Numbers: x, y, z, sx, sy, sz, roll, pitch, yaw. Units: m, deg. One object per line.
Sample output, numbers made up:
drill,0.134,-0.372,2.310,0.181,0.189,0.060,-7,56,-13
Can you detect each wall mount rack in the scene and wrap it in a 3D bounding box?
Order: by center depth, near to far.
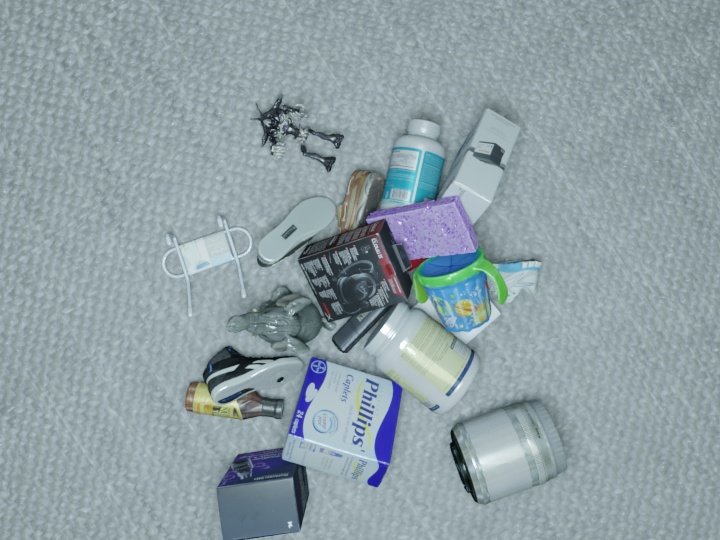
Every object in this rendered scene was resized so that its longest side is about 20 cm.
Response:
wall mount rack,-0.312,-0.010,1.262,0.197,0.075,0.176,-19,90,0

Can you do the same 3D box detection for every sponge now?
sponge,0.116,-0.075,1.180,0.198,0.030,0.112,-8,124,36

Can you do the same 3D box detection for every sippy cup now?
sippy cup,0.187,0.041,1.168,0.138,0.178,0.132,-23,107,-6

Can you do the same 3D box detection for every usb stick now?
usb stick,0.020,0.088,1.274,0.200,0.056,0.033,-46,133,4

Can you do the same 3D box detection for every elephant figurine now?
elephant figurine,-0.149,0.107,1.201,0.154,0.200,0.142,-37,90,-1

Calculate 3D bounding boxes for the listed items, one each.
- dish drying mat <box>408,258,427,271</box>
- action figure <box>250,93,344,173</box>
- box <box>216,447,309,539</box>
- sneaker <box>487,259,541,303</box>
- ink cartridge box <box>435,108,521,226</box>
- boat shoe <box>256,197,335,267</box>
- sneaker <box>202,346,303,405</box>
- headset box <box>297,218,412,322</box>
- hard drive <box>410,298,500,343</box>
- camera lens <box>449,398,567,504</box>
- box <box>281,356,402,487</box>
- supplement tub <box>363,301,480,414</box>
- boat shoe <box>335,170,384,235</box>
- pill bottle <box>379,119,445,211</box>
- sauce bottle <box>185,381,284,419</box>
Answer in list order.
dish drying mat,0.051,-0.015,1.284,0.198,0.018,0.077,-25,116,-1
action figure,-0.136,-0.282,1.252,0.198,0.102,0.120,24,101,-2
box,-0.183,0.429,1.201,0.146,0.200,0.106,-8,90,-1
sneaker,0.279,0.024,1.259,0.197,0.075,0.088,-2,94,-12
ink cartridge box,0.220,-0.186,1.196,0.083,0.145,0.201,28,61,-2
boat shoe,-0.135,-0.079,1.266,0.199,0.064,0.071,-39,85,-24
sneaker,-0.226,0.190,1.266,0.198,0.074,0.112,-16,46,-27
headset box,0.000,0.000,1.202,0.198,0.077,0.150,-18,111,21
hard drive,0.176,0.106,1.293,0.199,0.025,0.132,-41,90,0
camera lens,0.287,0.360,1.228,0.197,0.160,0.162,-19,90,-1
box,-0.032,0.293,1.204,0.197,0.106,0.185,17,46,-1
supplement tub,0.119,0.166,1.208,0.199,0.145,0.146,38,90,0
boat shoe,-0.014,-0.111,1.275,0.071,0.075,0.203,25,99,29
pill bottle,0.110,-0.197,1.249,0.109,0.111,0.203,13,90,-1
sauce bottle,-0.257,0.272,1.268,0.197,0.066,0.067,7,90,1
